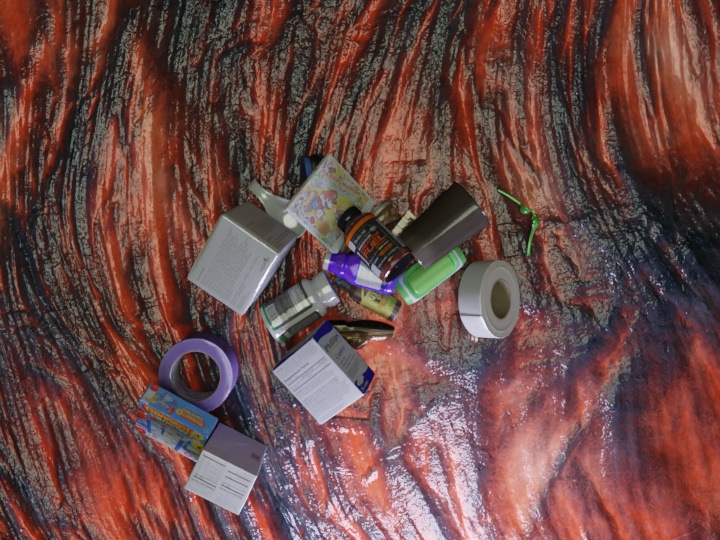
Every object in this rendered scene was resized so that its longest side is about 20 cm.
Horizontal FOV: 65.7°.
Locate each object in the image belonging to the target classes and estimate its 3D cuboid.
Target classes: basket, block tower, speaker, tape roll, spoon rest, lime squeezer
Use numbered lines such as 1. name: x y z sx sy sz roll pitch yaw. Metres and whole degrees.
1. basket: 0.208 -0.109 1.432 0.199 0.181 0.136 -39 106 7
2. block tower: 0.084 -0.068 1.518 0.054 0.058 0.201 39 94 -4
3. speaker: 0.186 0.004 1.511 0.199 0.088 0.089 -37 94 1
4. tape roll: 0.341 0.076 1.469 0.200 0.070 0.207 2 88 -45
5. spoon rest: -0.225 -0.168 1.498 0.200 0.061 0.100 42 92 -3
6. tape roll: -0.436 0.276 1.509 0.195 0.085 0.205 0 93 -3
7. lime squeezer: 0.450 -0.149 1.540 0.070 0.038 0.203 -24 96 31

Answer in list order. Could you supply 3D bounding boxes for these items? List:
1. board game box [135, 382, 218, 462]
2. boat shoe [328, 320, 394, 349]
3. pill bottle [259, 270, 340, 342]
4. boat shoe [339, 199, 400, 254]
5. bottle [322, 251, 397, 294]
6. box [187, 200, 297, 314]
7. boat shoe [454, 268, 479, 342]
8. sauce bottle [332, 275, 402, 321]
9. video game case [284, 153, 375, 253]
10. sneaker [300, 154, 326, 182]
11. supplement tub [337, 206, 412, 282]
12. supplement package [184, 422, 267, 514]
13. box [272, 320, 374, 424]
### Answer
1. board game box: -0.488 0.404 1.469 0.198 0.197 0.056 29 48 -3
2. boat shoe: -0.005 0.177 1.522 0.195 0.072 0.070 3 101 7
3. pill bottle: -0.159 0.095 1.491 0.198 0.113 0.114 -32 94 0
4. boat shoe: 0.026 -0.099 1.498 0.072 0.076 0.200 45 93 11
5. bottle: 0.000 0.000 1.461 0.196 0.065 0.085 15 90 -1
6. box: -0.294 -0.038 1.416 0.170 0.199 0.201 34 108 -3
7. boat shoe: 0.295 0.096 1.533 0.067 0.072 0.205 -2 87 16
8. sauce bottle: 0.017 0.068 1.519 0.197 0.065 0.066 28 93 -5
9. video game case: -0.076 -0.170 1.467 0.183 0.023 0.200 -51 123 -4
10. sneaker: -0.107 -0.208 1.495 0.076 0.070 0.204 -11 105 -19
11. supplement tub: 0.029 -0.071 1.402 0.107 0.107 0.200 -46 71 2
12. supplement package: -0.347 0.515 1.469 0.154 0.200 0.112 28 93 -4
13. box: -0.097 0.268 1.472 0.200 0.105 0.183 48 121 -5
